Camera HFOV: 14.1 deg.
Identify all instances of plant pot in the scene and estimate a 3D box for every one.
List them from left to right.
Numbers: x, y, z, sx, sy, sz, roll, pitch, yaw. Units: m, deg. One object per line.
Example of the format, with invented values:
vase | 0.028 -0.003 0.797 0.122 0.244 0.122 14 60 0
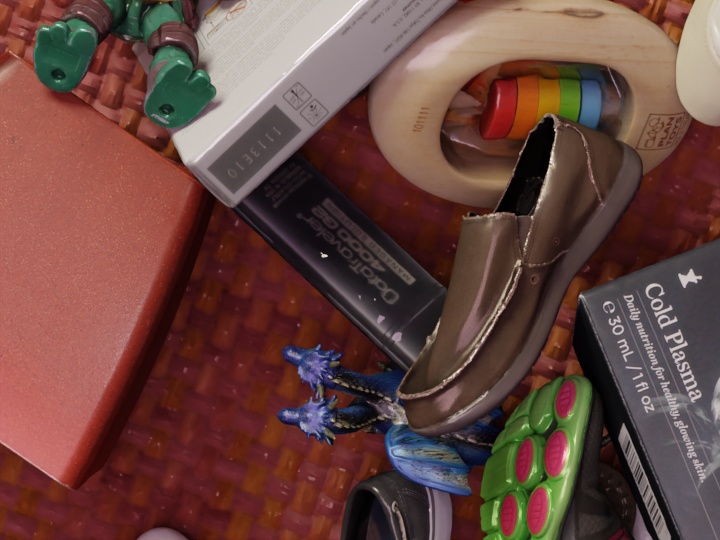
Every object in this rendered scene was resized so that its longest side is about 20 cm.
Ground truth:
plant pot | -0.186 -0.011 1.629 0.200 0.200 0.177 34 89 -1

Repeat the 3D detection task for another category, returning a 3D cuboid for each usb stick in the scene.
usb stick | 0.000 0.000 1.633 0.200 0.033 0.055 43 64 12

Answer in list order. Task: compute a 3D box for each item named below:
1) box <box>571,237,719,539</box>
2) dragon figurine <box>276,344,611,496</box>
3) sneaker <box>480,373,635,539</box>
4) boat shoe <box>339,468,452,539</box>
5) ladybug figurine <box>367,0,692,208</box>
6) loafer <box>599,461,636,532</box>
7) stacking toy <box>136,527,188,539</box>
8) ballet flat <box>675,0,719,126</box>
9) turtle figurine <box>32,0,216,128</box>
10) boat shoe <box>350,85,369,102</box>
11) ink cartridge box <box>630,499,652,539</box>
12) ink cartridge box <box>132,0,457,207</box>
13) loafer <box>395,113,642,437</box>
box | 0.242 0.079 1.587 0.196 0.124 0.201 -21 76 -4
dragon figurine | 0.046 0.090 1.660 0.199 0.099 0.059 20 100 2
sneaker | 0.118 0.158 1.615 0.083 0.077 0.201 -1 91 -38
boat shoe | 0.007 0.213 1.685 0.070 0.066 0.201 18 102 40
ladybug figurine | 0.094 -0.102 1.617 0.199 0.072 0.136 5 125 -23
loafer | 0.087 0.198 1.670 0.076 0.067 0.200 39 83 -10
stacking toy | -0.099 0.250 1.703 0.145 0.146 0.201 -11 78 7
ballet flat | 0.229 -0.162 1.553 0.069 0.069 0.201 30 106 0
turtle figurine | -0.117 -0.169 1.612 0.149 0.201 0.101 4 134 4
boat shoe | 0.018 -0.139 1.652 0.200 0.072 0.072 -35 125 8
ink cartridge box | 0.233 0.179 1.687 0.159 0.047 0.201 7 104 4
ink cartridge box | -0.030 -0.146 1.604 0.200 0.174 0.044 -43 117 7
loafer | 0.072 -0.002 1.567 0.071 0.073 0.200 40 71 -22
